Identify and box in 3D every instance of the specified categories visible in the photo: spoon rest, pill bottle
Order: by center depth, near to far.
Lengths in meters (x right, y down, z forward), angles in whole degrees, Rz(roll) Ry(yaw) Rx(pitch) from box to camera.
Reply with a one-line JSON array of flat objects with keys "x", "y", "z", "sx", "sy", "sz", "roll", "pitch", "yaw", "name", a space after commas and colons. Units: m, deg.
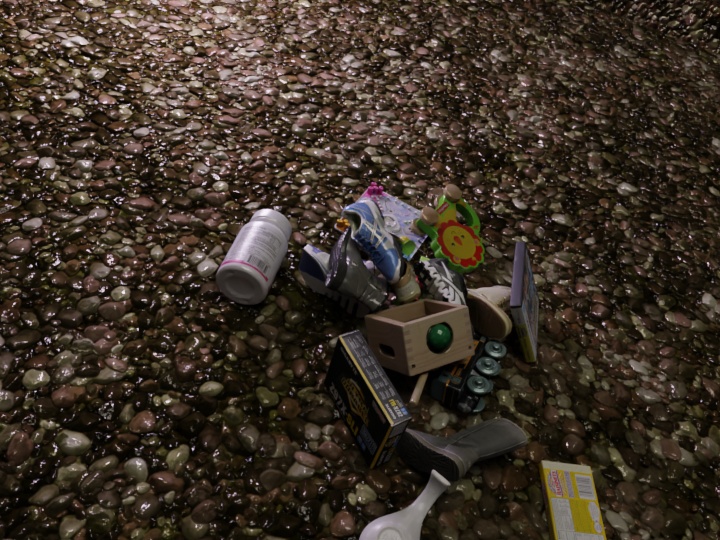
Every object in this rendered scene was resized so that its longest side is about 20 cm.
[{"x": 0.079, "y": 0.437, "z": 1.210, "sx": 0.099, "sy": 0.061, "sz": 0.200, "roll": 37, "pitch": 63, "yaw": 20, "name": "spoon rest"}, {"x": -0.222, "y": -0.033, "z": 1.508, "sx": 0.113, "sy": 0.114, "sz": 0.201, "roll": 19, "pitch": 46, "yaw": 2, "name": "pill bottle"}]

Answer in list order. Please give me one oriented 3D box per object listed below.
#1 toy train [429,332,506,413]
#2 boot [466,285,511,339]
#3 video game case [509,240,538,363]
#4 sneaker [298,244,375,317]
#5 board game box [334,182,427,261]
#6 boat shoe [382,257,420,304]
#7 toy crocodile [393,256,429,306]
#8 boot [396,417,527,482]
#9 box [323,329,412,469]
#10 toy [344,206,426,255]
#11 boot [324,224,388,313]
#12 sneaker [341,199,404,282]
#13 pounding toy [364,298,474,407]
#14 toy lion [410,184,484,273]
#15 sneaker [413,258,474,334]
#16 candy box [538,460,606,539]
[{"x": 0.223, "y": 0.203, "z": 1.443, "sx": 0.113, "sy": 0.086, "sz": 0.200, "roll": 21, "pitch": 45, "yaw": 17, "name": "toy train"}, {"x": 0.300, "y": 0.084, "z": 1.537, "sx": 0.154, "sy": 0.073, "sz": 0.200, "roll": -1, "pitch": 21, "yaw": -30, "name": "boot"}, {"x": 0.363, "y": 0.069, "z": 1.543, "sx": 0.025, "sy": 0.181, "sz": 0.201, "roll": -6, "pitch": 41, "yaw": 22, "name": "video game case"}, {"x": -0.034, "y": 0.012, "z": 1.553, "sx": 0.199, "sy": 0.081, "sz": 0.115, "roll": 37, "pitch": 43, "yaw": 14, "name": "sneaker"}, {"x": 0.068, "y": -0.120, "z": 1.731, "sx": 0.199, "sy": 0.026, "sz": 0.200, "roll": 29, "pitch": 47, "yaw": 11, "name": "board game box"}, {"x": 0.082, "y": -0.002, "z": 1.553, "sx": 0.074, "sy": 0.067, "sz": 0.200, "roll": -28, "pitch": 28, "yaw": 0, "name": "boat shoe"}, {"x": 0.127, "y": 0.036, "z": 1.579, "sx": 0.067, "sy": 0.062, "sz": 0.200, "roll": 24, "pitch": 46, "yaw": 7, "name": "toy crocodile"}, {"x": 0.188, "y": 0.317, "z": 1.326, "sx": 0.181, "sy": 0.073, "sz": 0.199, "roll": 21, "pitch": 30, "yaw": 40, "name": "boot"}, {"x": 0.008, "y": 0.237, "z": 1.292, "sx": 0.049, "sy": 0.160, "sz": 0.200, "roll": -16, "pitch": 55, "yaw": -27, "name": "box"}, {"x": 0.047, "y": -0.077, "z": 1.582, "sx": 0.115, "sy": 0.047, "sz": 0.200, "roll": 27, "pitch": 1, "yaw": -41, "name": "toy"}, {"x": 0.000, "y": 0.000, "z": 1.490, "sx": 0.130, "sy": 0.068, "sz": 0.201, "roll": 29, "pitch": 39, "yaw": -16, "name": "boot"}, {"x": 0.024, "y": -0.057, "z": 1.472, "sx": 0.077, "sy": 0.076, "sz": 0.201, "roll": -9, "pitch": 60, "yaw": -37, "name": "sneaker"}, {"x": 0.117, "y": 0.154, "z": 1.387, "sx": 0.183, "sy": 0.143, "sz": 0.200, "roll": -14, "pitch": 10, "yaw": -26, "name": "pounding toy"}, {"x": 0.230, "y": -0.091, "z": 1.712, "sx": 0.192, "sy": 0.069, "sz": 0.200, "roll": 44, "pitch": 48, "yaw": 2, "name": "toy lion"}, {"x": 0.198, "y": 0.051, "z": 1.491, "sx": 0.090, "sy": 0.067, "sz": 0.201, "roll": -20, "pitch": 66, "yaw": -26, "name": "sneaker"}, {"x": 0.393, "y": 0.451, "z": 1.297, "sx": 0.102, "sy": 0.026, "sz": 0.201, "roll": 8, "pitch": 47, "yaw": -6, "name": "candy box"}]
